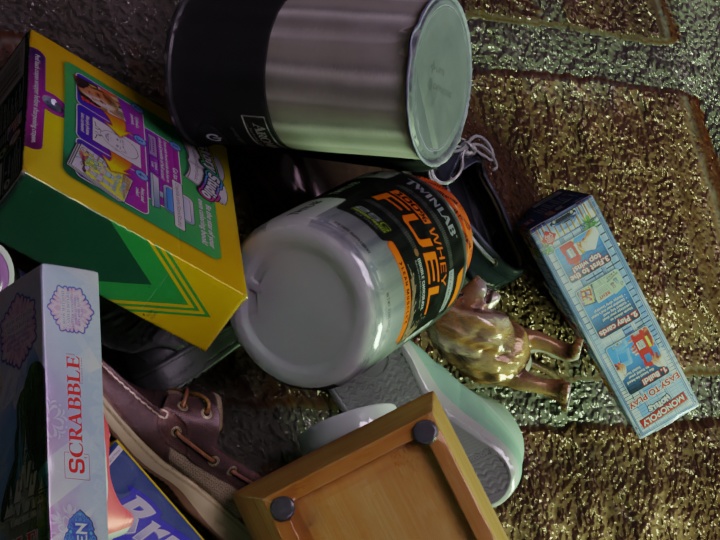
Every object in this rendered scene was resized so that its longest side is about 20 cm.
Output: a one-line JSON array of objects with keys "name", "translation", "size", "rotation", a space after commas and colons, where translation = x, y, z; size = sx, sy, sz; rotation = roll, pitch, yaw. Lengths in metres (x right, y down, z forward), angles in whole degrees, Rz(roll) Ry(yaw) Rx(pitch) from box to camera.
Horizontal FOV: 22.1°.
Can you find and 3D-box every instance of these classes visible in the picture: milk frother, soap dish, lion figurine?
[{"name": "milk frother", "translation": [-0.012, -0.176, 1.300], "size": [0.180, 0.186, 0.203], "rotation": [14, 83, -67]}, {"name": "soap dish", "translation": [0.026, 0.200, 1.216], "size": [0.156, 0.081, 0.202], "rotation": [-25, 80, -8]}, {"name": "lion figurine", "translation": [0.115, 0.067, 1.479], "size": [0.121, 0.200, 0.073], "rotation": [15, 77, 10]}]

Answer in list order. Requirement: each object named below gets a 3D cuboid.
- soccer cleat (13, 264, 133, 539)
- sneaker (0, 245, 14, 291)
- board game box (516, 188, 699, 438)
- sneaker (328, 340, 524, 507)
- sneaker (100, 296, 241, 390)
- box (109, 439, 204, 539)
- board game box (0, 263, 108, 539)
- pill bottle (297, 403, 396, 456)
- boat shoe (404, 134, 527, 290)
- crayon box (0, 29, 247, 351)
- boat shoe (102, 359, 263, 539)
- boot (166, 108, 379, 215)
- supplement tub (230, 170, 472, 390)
[{"name": "soccer cleat", "translation": [-0.197, 0.085, 1.165], "size": [0.073, 0.068, 0.201], "rotation": [7, 49, -34]}, {"name": "sneaker", "translation": [-0.320, 0.005, 1.143], "size": [0.198, 0.099, 0.076], "rotation": [1, 101, -22]}, {"name": "board game box", "translation": [0.204, 0.034, 1.552], "size": [0.201, 0.061, 0.200], "rotation": [61, 2, -3]}, {"name": "sneaker", "translation": [0.047, 0.100, 1.443], "size": [0.200, 0.074, 0.118], "rotation": [44, 12, 5]}, {"name": "sneaker", "translation": [-0.130, 0.020, 1.308], "size": [0.199, 0.060, 0.105], "rotation": [-36, 100, -43]}, {"name": "box", "translation": [-0.131, 0.211, 1.217], "size": [0.200, 0.064, 0.070], "rotation": [50, 50, -12]}, {"name": "board game box", "translation": [-0.217, 0.123, 1.084], "size": [0.041, 0.199, 0.202], "rotation": [11, 63, -38]}, {"name": "pill bottle", "translation": [0.020, 0.203, 1.319], "size": [0.112, 0.112, 0.202], "rotation": [-4, 70, -43]}, {"name": "boat shoe", "translation": [0.078, -0.078, 1.541], "size": [0.074, 0.062, 0.202], "rotation": [-16, 83, -45]}, {"name": "crayon box", "translation": [-0.166, -0.056, 1.244], "size": [0.172, 0.058, 0.201], "rotation": [31, 24, -25]}, {"name": "boat shoe", "translation": [-0.123, 0.108, 1.250], "size": [0.072, 0.072, 0.200], "rotation": [-46, 111, -10]}, {"name": "boot", "translation": [-0.051, -0.065, 1.409], "size": [0.199, 0.072, 0.168], "rotation": [-9, 75, -48]}, {"name": "supplement tub", "translation": [0.000, 0.000, 1.315], "size": [0.123, 0.122, 0.200], "rotation": [61, 30, -2]}]
